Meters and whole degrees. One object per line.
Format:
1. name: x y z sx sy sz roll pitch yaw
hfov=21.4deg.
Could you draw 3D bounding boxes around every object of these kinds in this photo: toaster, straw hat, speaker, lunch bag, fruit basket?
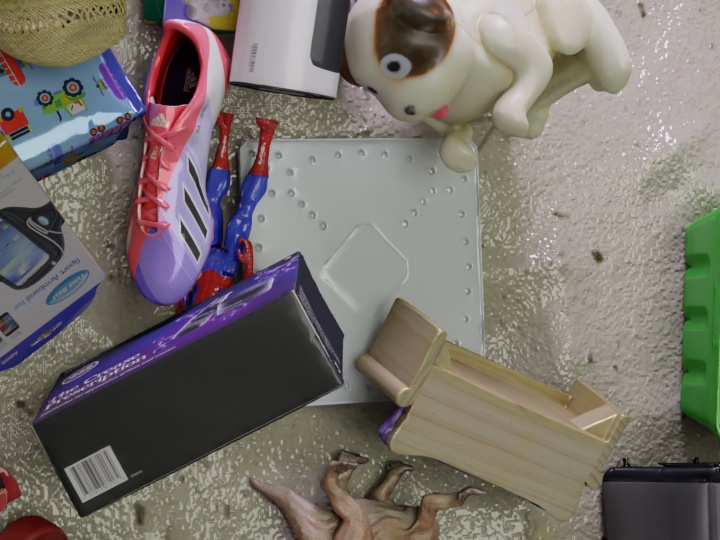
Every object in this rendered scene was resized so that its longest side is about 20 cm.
1. toaster: 0.316 0.207 1.509 0.180 0.200 0.120 2 84 -24
2. straw hat: -0.203 -0.182 1.265 0.200 0.201 0.086 -13 112 -23
3. speaker: -0.042 -0.227 1.357 0.081 0.081 0.201 8 92 -23
4. lunch bag: -0.266 -0.158 1.327 0.150 0.094 0.201 -27 90 -19
5. fruit basket: 0.359 0.042 1.531 0.155 0.215 0.217 3 88 -24

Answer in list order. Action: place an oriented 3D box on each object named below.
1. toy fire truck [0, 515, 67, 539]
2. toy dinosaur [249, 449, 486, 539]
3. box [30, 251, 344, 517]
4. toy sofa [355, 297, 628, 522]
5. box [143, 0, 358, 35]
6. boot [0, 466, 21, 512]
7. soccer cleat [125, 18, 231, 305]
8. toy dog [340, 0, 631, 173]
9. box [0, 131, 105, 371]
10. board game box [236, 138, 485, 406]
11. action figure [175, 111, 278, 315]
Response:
1. toy fire truck: -0.233 0.276 1.307 0.200 0.112 0.169 -18 125 -51
2. toy dinosaur: 0.010 0.214 1.439 0.199 0.086 0.136 13 90 -17
3. box: -0.114 0.075 1.314 0.199 0.141 0.079 -27 98 4
4. toy sofa: 0.095 0.107 1.449 0.199 0.083 0.098 24 97 -28
5. box: -0.058 -0.232 1.421 0.199 0.048 0.118 0 100 -29
6. boot: -0.303 0.197 1.306 0.143 0.072 0.202 3 84 -25
7. soccer cleat: -0.135 -0.078 1.345 0.066 0.076 0.201 7 80 19
8. toy dog: 0.078 -0.174 1.416 0.199 0.139 0.195 -17 92 -42
9. box: -0.254 -0.009 1.286 0.119 0.200 0.042 -37 59 -7
10. board game box: 0.000 0.000 1.467 0.199 0.026 0.202 -2 90 -23
11. action figure: -0.104 -0.015 1.396 0.065 0.052 0.201 9 93 15
